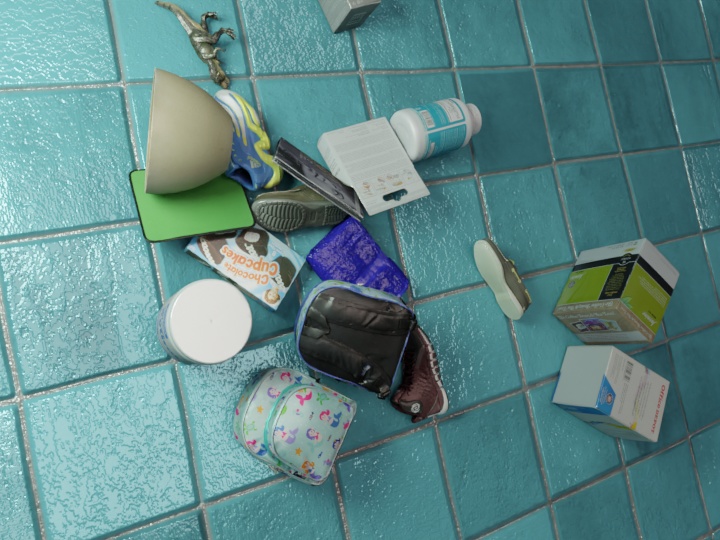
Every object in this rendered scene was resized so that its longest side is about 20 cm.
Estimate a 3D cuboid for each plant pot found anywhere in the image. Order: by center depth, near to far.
[{"bbox_3d":[-0.290,-0.225,1.004,0.132,0.200,0.205,5,80,-22],"label":"plant pot"}]

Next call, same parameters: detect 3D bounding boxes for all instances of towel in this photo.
[{"bbox_3d":[0.000,0.000,1.191,0.200,0.049,0.148,48,66,-11],"label":"towel"}]

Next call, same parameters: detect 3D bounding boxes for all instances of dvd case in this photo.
[{"bbox_3d":[-0.079,-0.178,1.140,0.198,0.149,0.016,34,109,-17],"label":"dvd case"}]

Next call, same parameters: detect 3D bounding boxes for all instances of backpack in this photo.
[{"bbox_3d":[-0.120,0.269,1.048,0.198,0.150,0.180,31,72,-12],"label":"backpack"},{"bbox_3d":[-0.022,0.111,1.097,0.197,0.147,0.186,19,96,-14],"label":"backpack"}]

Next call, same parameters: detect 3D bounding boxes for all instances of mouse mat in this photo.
[{"bbox_3d":[-0.300,-0.128,1.058,0.197,0.008,0.163,-11,62,-24],"label":"mouse mat"}]

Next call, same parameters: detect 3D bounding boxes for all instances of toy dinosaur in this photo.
[{"bbox_3d":[-0.295,-0.450,1.125,0.088,0.047,0.201,-38,95,-18],"label":"toy dinosaur"}]

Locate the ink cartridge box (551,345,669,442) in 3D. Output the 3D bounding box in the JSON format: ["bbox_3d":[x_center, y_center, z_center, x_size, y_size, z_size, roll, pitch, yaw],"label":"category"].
[{"bbox_3d":[0.578,0.283,1.364,0.198,0.144,0.149,30,72,-18],"label":"ink cartridge box"}]

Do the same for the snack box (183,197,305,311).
[{"bbox_3d":[-0.213,-0.028,1.102,0.199,0.037,0.117,36,68,-16],"label":"snack box"}]

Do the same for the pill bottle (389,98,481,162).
[{"bbox_3d":[0.166,-0.308,1.280,0.197,0.110,0.113,-19,90,-26],"label":"pill bottle"}]

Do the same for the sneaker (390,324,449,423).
[{"bbox_3d":[0.101,0.214,1.194,0.114,0.075,0.203,-21,92,-23],"label":"sneaker"}]

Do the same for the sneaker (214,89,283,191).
[{"bbox_3d":[-0.224,-0.236,1.091,0.201,0.075,0.105,55,40,-8],"label":"sneaker"}]

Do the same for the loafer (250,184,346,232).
[{"bbox_3d":[-0.122,-0.124,1.146,0.197,0.076,0.070,-2,41,-32],"label":"loafer"}]

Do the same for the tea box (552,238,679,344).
[{"bbox_3d":[0.590,0.055,1.374,0.133,0.199,0.198,39,70,-15],"label":"tea box"}]

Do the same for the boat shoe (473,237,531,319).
[{"bbox_3d":[0.321,0.011,1.329,0.060,0.072,0.204,-36,104,-26],"label":"boat shoe"}]

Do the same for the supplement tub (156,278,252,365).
[{"bbox_3d":[-0.262,0.088,0.973,0.130,0.199,0.135,4,80,-23],"label":"supplement tub"}]

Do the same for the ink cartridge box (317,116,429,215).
[{"bbox_3d":[0.026,-0.207,1.204,0.161,0.057,0.203,-21,78,-28],"label":"ink cartridge box"}]

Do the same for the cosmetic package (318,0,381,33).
[{"bbox_3d":[-0.050,-0.619,1.230,0.089,0.106,0.203,-24,95,-25],"label":"cosmetic package"}]
